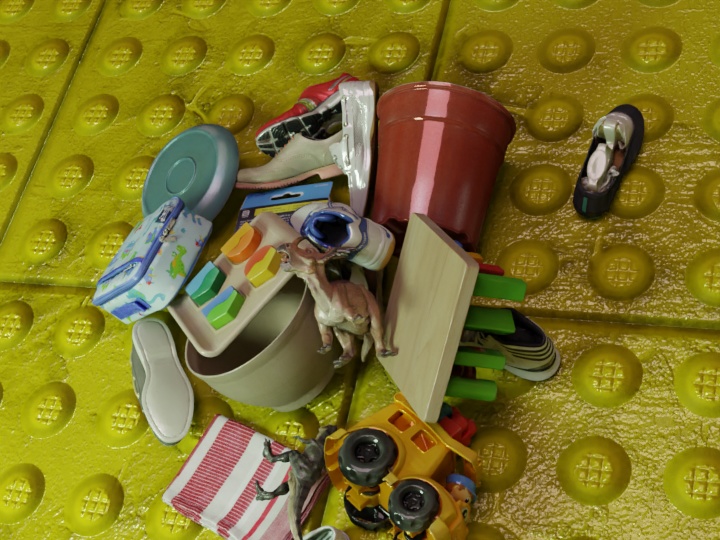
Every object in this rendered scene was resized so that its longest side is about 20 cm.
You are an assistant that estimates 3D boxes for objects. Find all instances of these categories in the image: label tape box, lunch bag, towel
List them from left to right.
[{"bbox_3d":[-0.300,-0.008,1.689,0.200,0.082,0.162,-20,39,58],"label":"lunch bag"},{"bbox_3d":[-0.151,0.282,1.549,0.199,0.023,0.145,22,67,29],"label":"towel"},{"bbox_3d":[-0.111,-0.035,1.708,0.142,0.066,0.201,-7,41,15],"label":"label tape box"}]

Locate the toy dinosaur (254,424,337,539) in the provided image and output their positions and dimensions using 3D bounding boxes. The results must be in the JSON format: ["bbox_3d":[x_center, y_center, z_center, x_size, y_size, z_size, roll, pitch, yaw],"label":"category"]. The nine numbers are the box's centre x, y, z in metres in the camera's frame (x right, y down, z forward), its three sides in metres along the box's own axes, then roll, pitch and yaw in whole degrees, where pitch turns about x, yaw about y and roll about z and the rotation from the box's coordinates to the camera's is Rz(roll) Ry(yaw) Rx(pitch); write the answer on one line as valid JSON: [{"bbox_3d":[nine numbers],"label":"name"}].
[{"bbox_3d":[-0.086,0.257,1.491,0.087,0.048,0.201,5,43,14],"label":"toy dinosaur"}]

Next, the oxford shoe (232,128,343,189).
[{"bbox_3d":[-0.101,-0.167,1.777,0.198,0.074,0.071,-12,10,2],"label":"oxford shoe"}]

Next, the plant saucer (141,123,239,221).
[{"bbox_3d":[-0.269,-0.140,1.816,0.199,0.027,0.202,-19,58,32],"label":"plant saucer"}]

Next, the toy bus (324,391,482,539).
[{"bbox_3d":[0.082,0.247,1.441,0.191,0.136,0.200,-33,54,-25],"label":"toy bus"}]

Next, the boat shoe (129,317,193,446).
[{"bbox_3d":[-0.278,0.162,1.646,0.072,0.060,0.203,-4,52,-22],"label":"boat shoe"}]

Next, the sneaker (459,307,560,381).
[{"bbox_3d":[0.155,0.074,1.521,0.199,0.116,0.076,11,62,25],"label":"sneaker"}]

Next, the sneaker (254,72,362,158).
[{"bbox_3d":[-0.080,-0.242,1.839,0.199,0.077,0.085,-29,48,-14],"label":"sneaker"}]

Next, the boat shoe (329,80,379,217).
[{"bbox_3d":[-0.011,-0.174,1.717,0.069,0.071,0.202,3,96,7],"label":"boat shoe"}]

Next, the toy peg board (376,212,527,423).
[{"bbox_3d":[0.113,0.058,1.459,0.097,0.202,0.199,9,17,-20],"label":"toy peg board"}]

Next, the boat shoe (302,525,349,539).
[{"bbox_3d":[-0.100,0.379,1.441,0.200,0.067,0.073,-43,55,-11],"label":"boat shoe"}]

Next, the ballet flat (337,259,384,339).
[{"bbox_3d":[0.000,0.000,1.651,0.068,0.067,0.201,-17,54,7],"label":"ballet flat"}]

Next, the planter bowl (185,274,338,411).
[{"bbox_3d":[-0.114,0.101,1.564,0.199,0.135,0.201,-27,33,20],"label":"planter bowl"}]

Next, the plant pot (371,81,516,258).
[{"bbox_3d":[0.102,-0.123,1.630,0.199,0.201,0.197,4,67,21],"label":"plant pot"}]

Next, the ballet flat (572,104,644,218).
[{"bbox_3d":[0.345,-0.166,1.640,0.073,0.073,0.201,14,64,26],"label":"ballet flat"}]

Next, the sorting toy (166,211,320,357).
[{"bbox_3d":[-0.163,0.009,1.568,0.200,0.037,0.185,-43,31,-4],"label":"sorting toy"}]

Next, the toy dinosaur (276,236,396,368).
[{"bbox_3d":[-0.016,0.039,1.487,0.085,0.200,0.136,-21,56,18],"label":"toy dinosaur"}]

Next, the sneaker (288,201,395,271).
[{"bbox_3d":[-0.042,-0.061,1.569,0.199,0.088,0.076,17,85,49],"label":"sneaker"}]
